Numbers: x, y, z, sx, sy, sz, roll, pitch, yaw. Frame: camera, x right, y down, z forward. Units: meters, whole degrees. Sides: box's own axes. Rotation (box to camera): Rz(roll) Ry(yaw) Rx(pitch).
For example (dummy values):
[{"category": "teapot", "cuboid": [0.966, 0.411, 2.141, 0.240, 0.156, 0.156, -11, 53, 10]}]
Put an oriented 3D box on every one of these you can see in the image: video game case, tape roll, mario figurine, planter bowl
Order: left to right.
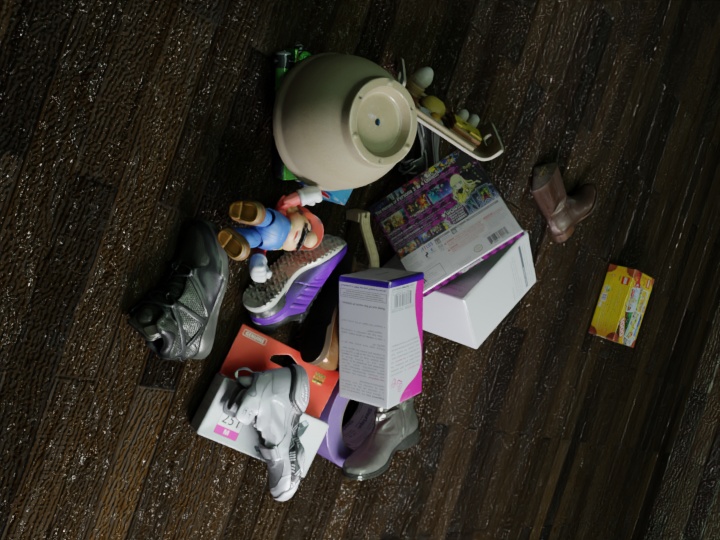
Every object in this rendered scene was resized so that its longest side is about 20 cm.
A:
[{"category": "mario figurine", "cuboid": [-0.107, -0.055, 1.073, 0.106, 0.123, 0.200, 64, 23, 7]}, {"category": "tape roll", "cuboid": [-0.014, 0.240, 1.331, 0.200, 0.085, 0.201, -17, 114, -42]}, {"category": "planter bowl", "cuboid": [-0.006, -0.208, 1.068, 0.200, 0.135, 0.201, -8, 104, -35]}, {"category": "video game case", "cuboid": [0.142, -0.083, 1.261, 0.200, 0.182, 0.036, -33, 163, 10]}]

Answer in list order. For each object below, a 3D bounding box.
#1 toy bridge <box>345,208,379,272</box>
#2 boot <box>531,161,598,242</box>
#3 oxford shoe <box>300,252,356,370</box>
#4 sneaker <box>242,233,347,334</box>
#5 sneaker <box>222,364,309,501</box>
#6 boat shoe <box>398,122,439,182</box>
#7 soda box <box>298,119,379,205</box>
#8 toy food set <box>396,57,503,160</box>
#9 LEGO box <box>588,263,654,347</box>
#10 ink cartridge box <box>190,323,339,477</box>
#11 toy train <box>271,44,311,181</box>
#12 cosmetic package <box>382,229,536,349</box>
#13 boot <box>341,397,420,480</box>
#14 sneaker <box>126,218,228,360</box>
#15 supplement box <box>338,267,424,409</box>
[{"category": "toy bridge", "cuboid": [0.000, 0.000, 1.277, 0.027, 0.067, 0.201, -10, 109, -45]}, {"category": "boot", "cuboid": [0.463, -0.191, 1.720, 0.187, 0.064, 0.200, -55, 131, -22]}, {"category": "oxford shoe", "cuboid": [-0.040, 0.067, 1.239, 0.071, 0.071, 0.201, 34, 65, -41]}, {"category": "sneaker", "cuboid": [-0.096, 0.026, 1.190, 0.200, 0.069, 0.100, -39, 136, -26]}, {"category": "sneaker", "cuboid": [-0.143, 0.235, 1.107, 0.115, 0.075, 0.201, 7, 86, -27]}, {"category": "boat shoe", "cuboid": [0.097, -0.189, 1.327, 0.071, 0.072, 0.201, -7, 98, -37]}, {"category": "soda box", "cuboid": [-0.020, -0.208, 1.189, 0.068, 0.064, 0.200, 38, 74, -47]}, {"category": "toy food set", "cuboid": [0.144, -0.267, 1.235, 0.200, 0.144, 0.060, 30, 116, -15]}, {"category": "LEGO box", "cuboid": [0.716, 0.097, 2.069, 0.149, 0.077, 0.201, 16, 91, -48]}, {"category": "ink cartridge box", "cuboid": [-0.135, 0.203, 1.172, 0.200, 0.044, 0.174, 30, 81, -26]}, {"category": "toy train", "cuboid": [-0.102, -0.229, 1.113, 0.056, 0.042, 0.201, -11, 111, -33]}, {"category": "cosmetic package", "cuboid": [0.175, 0.012, 1.369, 0.200, 0.199, 0.123, -41, 130, -30]}, {"category": "boot", "cuboid": [0.032, 0.258, 1.286, 0.200, 0.068, 0.131, -26, 116, -48]}, {"category": "sneaker", "cuboid": [-0.245, 0.029, 1.018, 0.114, 0.076, 0.200, -2, 110, -53]}, {"category": "supplement box", "cuboid": [0.033, 0.103, 1.201, 0.101, 0.103, 0.201, -12, 105, -53]}]
